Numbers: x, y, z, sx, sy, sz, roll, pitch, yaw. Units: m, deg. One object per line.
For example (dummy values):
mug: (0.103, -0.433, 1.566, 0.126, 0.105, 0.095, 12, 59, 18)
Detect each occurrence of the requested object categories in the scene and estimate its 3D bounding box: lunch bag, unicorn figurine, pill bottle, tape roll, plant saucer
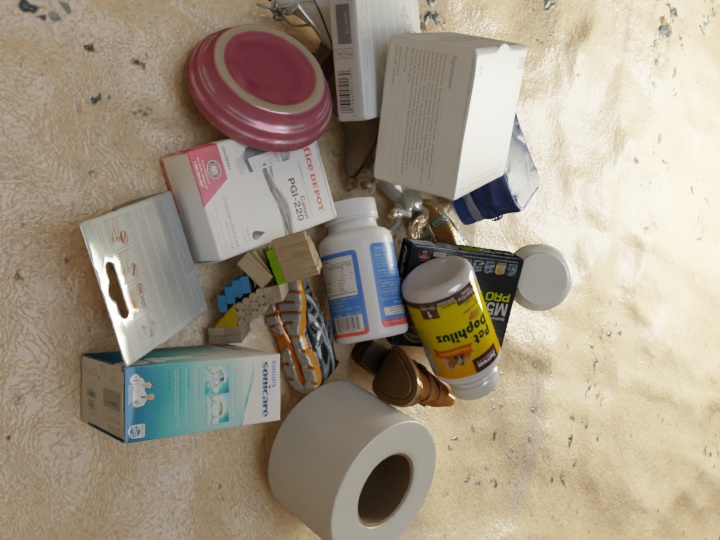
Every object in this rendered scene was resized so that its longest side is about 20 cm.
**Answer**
lunch bag: (0.204, -0.175, 1.233, 0.136, 0.131, 0.202, -44, 116, -48)
unicorn figurine: (0.046, -0.145, 1.146, 0.137, 0.073, 0.202, -44, 118, -39)
pill bottle: (0.000, 0.000, 1.072, 0.111, 0.112, 0.203, -7, 86, -38)
tape roll: (-0.010, 0.273, 1.018, 0.201, 0.138, 0.205, -21, 122, -38)
plant saucer: (-0.124, -0.250, 0.961, 0.198, 0.051, 0.203, 14, 55, -20)
pill bottle: (0.140, 0.088, 1.077, 0.109, 0.109, 0.202, -39, 118, -32)
pill bottle: (0.304, 0.010, 1.259, 0.200, 0.111, 0.114, -10, 98, -80)

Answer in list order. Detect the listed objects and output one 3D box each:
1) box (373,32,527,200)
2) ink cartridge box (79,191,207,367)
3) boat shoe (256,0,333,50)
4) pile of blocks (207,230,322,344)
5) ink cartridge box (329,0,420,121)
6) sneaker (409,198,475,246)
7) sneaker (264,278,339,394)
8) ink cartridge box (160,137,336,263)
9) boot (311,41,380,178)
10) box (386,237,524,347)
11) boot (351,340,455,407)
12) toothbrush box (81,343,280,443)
box: (0.130, -0.227, 1.042, 0.198, 0.130, 0.202, -28, 130, -55)
ink cartridge box: (-0.258, 0.005, 0.848, 0.200, 0.047, 0.162, -48, 126, -69)
boat shoe: (-0.104, -0.383, 1.017, 0.086, 0.075, 0.203, -33, 100, -2)
pile of blocks: (-0.133, 0.016, 0.971, 0.200, 0.062, 0.082, -41, 98, 14)
ink cartridge box: (0.029, -0.308, 1.049, 0.200, 0.047, 0.162, -31, 120, -57)
sneaker: (0.150, -0.037, 1.237, 0.201, 0.075, 0.088, 57, 28, -12)
sneaker: (-0.083, 0.070, 1.043, 0.077, 0.078, 0.202, -26, 110, -48)
ink cartridge box: (-0.144, -0.109, 0.983, 0.199, 0.084, 0.147, -25, 105, -38)
boot: (-0.029, -0.259, 1.093, 0.145, 0.070, 0.202, 29, 71, -28)
box: (0.146, 0.041, 1.149, 0.198, 0.044, 0.162, 7, 104, -21)
boot: (0.084, 0.170, 1.089, 0.154, 0.200, 0.074, 34, 92, -25)
toothbrush box: (-0.215, 0.140, 0.884, 0.198, 0.146, 0.087, -1, 91, -39)
